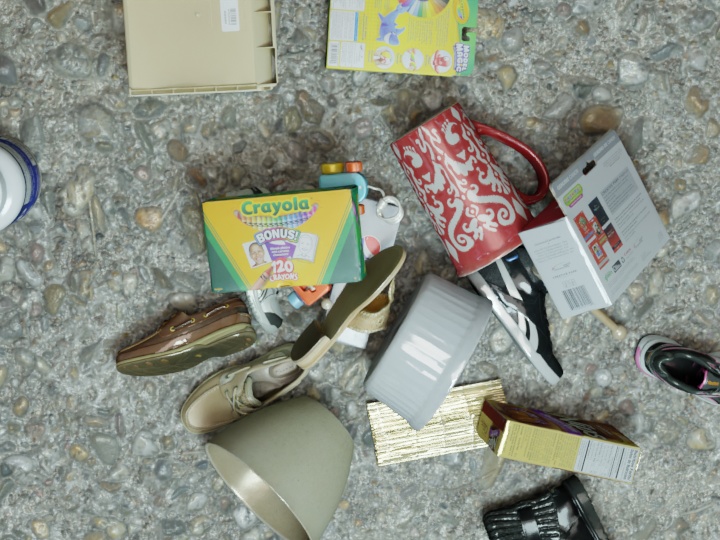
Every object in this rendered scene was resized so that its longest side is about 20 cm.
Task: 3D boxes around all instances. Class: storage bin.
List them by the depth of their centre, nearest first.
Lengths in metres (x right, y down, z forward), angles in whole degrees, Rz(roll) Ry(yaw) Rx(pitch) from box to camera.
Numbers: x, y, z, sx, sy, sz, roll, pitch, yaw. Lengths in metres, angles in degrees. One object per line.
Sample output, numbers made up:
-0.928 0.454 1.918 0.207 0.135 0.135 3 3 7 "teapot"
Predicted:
-0.210 -0.332 1.653 0.196 0.094 0.202 -3 99 -4 "storage bin"

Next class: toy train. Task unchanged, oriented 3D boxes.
-0.042 -0.053 1.682 0.200 0.056 0.150 -43 91 12 "toy train"

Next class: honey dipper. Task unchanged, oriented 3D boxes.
0.306 0.042 1.745 0.038 0.038 0.200 -48 124 3 "honey dipper"

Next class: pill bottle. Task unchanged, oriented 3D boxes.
-0.479 -0.107 1.612 0.118 0.200 0.121 -1 99 -4 "pill bottle"

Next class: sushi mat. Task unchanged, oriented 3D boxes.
0.112 0.216 1.799 0.198 0.012 0.097 -10 98 -3 "sushi mat"

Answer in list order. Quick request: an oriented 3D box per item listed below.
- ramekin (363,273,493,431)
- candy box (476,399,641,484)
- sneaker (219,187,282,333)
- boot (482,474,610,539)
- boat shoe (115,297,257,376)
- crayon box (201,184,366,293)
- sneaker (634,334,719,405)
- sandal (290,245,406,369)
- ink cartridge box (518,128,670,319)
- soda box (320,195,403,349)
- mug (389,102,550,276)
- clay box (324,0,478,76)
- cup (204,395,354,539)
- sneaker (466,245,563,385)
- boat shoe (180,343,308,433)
0.085 0.103 1.692 0.097 0.200 0.202 30 95 0 "ramekin"
0.272 0.234 1.755 0.198 0.117 0.057 14 96 -12 "candy box"
-0.127 -0.015 1.717 0.087 0.076 0.202 -18 104 -9 "sneaker"
0.276 0.411 1.806 0.157 0.079 0.213 -26 89 -7 "boot"
-0.240 0.092 1.734 0.198 0.072 0.068 -18 66 7 "boat shoe"
-0.097 -0.041 1.633 0.198 0.058 0.120 -5 98 9 "crayon box"
0.485 0.153 1.781 0.198 0.086 0.081 12 99 -7 "sneaker"
0.002 0.060 1.684 0.212 0.078 0.070 -45 118 10 "sandal"
0.302 -0.065 1.679 0.083 0.200 0.177 -19 103 44 "ink cartridge box"
0.000 0.000 1.733 0.068 0.063 0.202 14 97 -4 "soda box"
0.146 -0.120 1.713 0.133 0.177 0.201 -27 98 44 "mug"
0.054 -0.321 1.697 0.198 0.048 0.116 3 98 -6 "clay box"
-0.091 0.256 1.718 0.143 0.200 0.201 -45 100 -23 "cup"
0.247 0.052 1.755 0.112 0.073 0.201 -37 99 1 "sneaker"
-0.159 0.165 1.745 0.199 0.065 0.073 -27 100 0 "boat shoe"
